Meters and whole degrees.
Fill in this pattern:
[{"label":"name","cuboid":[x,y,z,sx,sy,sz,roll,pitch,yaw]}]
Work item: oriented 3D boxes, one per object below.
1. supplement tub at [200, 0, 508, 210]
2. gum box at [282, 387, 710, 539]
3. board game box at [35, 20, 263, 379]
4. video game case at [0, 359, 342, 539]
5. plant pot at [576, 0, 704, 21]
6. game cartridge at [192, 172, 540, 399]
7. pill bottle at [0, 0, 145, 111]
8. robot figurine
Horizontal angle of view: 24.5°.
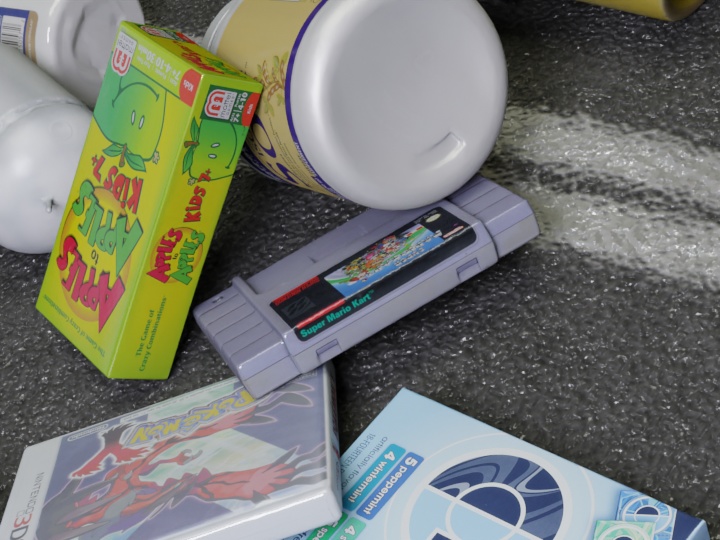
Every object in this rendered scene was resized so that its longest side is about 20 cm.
[{"label":"supplement tub","cuboid":[-0.013,-0.121,1.064,0.145,0.146,0.200,-37,24,-17]},{"label":"gum box","cuboid":[0.049,0.162,0.843,0.200,0.045,0.170,22,57,38]},{"label":"board game box","cuboid":[-0.136,-0.043,1.041,0.048,0.200,0.102,5,21,-42]},{"label":"video game case","cuboid":[-0.108,0.117,0.928,0.200,0.023,0.182,-19,21,5]},{"label":"plant pot","cuboid":[0.162,-0.269,1.149,0.189,0.201,0.201,30,61,26]},{"label":"game cartridge","cuboid":[0.000,0.000,1.015,0.200,0.038,0.130,-30,18,-9]},{"label":"pill bottle","cuboid":[-0.276,-0.191,1.305,0.200,0.111,0.111,13,52,33]},{"label":"robot figurine","cuboid":[-0.246,-0.087,1.171,0.169,0.113,0.200,-8,37,-44]}]
